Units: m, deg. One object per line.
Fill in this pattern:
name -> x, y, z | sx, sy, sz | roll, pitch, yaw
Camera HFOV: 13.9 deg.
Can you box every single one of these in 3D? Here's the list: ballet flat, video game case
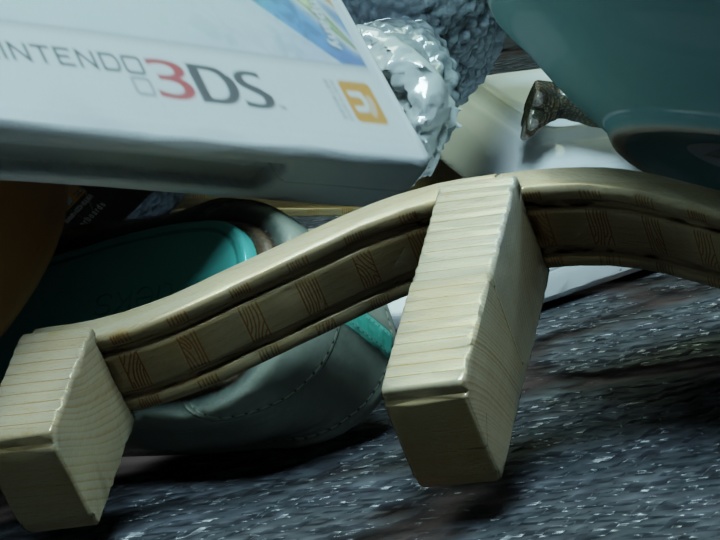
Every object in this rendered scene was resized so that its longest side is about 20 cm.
ballet flat -> -0.079, 0.022, 0.696 | 0.200, 0.068, 0.064 | -3, -20, 36
video game case -> -0.088, -0.102, 0.638 | 0.022, 0.200, 0.182 | -42, -26, 30

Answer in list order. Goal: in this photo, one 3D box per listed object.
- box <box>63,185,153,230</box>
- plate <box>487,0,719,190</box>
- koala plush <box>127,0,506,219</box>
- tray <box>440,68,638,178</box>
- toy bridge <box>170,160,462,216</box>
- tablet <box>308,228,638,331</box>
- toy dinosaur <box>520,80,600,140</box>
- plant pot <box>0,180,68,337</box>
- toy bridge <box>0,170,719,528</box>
box -> -0.125, -0.065, 0.772 | 0.200, 0.161, 0.049 | -37, 21, 52
plate -> 0.118, -0.019, 0.593 | 0.200, 0.026, 0.200 | 16, -4, 1
koala plush -> -0.042, -0.081, 0.886 | 0.200, 0.184, 0.177 | -1, 32, 21
tray -> 0.123, -0.054, 0.962 | 0.200, 0.022, 0.107 | -8, 20, -16
toy bridge -> -0.062, -0.025, 1.020 | 0.200, 0.027, 0.067 | -2, -6, 40
tablet -> 0.000, 0.000, 0.880 | 0.130, 0.014, 0.200 | -17, 11, -43
toy dinosaur -> 0.109, -0.073, 0.906 | 0.102, 0.077, 0.200 | 16, 29, -3
plant pot -> -0.182, -0.036, 0.646 | 0.200, 0.140, 0.200 | -18, 28, 10
toy bridge -> 0.021, 0.011, 0.574 | 0.200, 0.027, 0.067 | -7, 39, 21
